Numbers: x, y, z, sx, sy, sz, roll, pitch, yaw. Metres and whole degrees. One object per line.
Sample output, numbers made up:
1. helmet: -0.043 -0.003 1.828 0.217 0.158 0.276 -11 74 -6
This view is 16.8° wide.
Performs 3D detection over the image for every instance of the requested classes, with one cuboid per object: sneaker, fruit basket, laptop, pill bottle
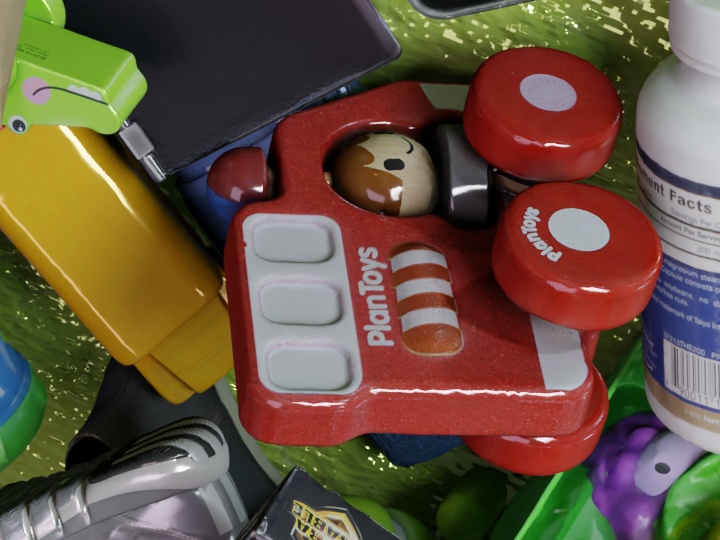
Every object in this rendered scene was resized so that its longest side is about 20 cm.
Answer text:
1. sneaker: -0.083 0.135 1.210 0.075 0.106 0.200 -20 112 29
2. fruit basket: 0.148 0.132 1.061 0.156 0.216 0.215 45 125 -10
3. laptop: -0.098 -0.148 1.040 0.116 0.200 0.188 -35 107 -3
4. sneaker: -0.126 0.151 1.119 0.200 0.075 0.116 -22 99 33
5. pill bottle: 0.170 -0.031 1.008 0.111 0.111 0.201 5 122 18

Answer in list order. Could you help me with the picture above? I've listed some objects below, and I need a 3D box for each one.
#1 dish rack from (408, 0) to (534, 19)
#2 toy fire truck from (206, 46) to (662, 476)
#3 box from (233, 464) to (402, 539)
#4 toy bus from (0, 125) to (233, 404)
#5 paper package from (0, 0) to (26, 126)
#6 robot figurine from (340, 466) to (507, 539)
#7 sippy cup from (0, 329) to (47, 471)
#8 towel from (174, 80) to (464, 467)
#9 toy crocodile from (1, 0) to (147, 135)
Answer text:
1. dish rack: 0.073 -0.208 0.929 0.153 0.055 0.201 -14 120 -14
2. toy fire truck: 0.023 -0.009 1.005 0.167 0.200 0.112 3 134 -12
3. box: 0.003 0.201 1.026 0.198 0.050 0.200 35 133 -3
4. toy bus: -0.124 -0.025 1.115 0.065 0.078 0.200 -39 107 1
5. paper package: -0.213 -0.133 0.878 0.190 0.200 0.104 4 121 -5
6. robot figurine: 0.021 0.181 1.174 0.200 0.116 0.176 27 106 -25
7. sippy cup: -0.237 0.034 1.183 0.177 0.140 0.131 -4 121 24
8. towel: 0.000 0.000 1.131 0.111 0.049 0.200 -28 108 33
9. toy crocodile: -0.186 -0.094 0.990 0.199 0.068 0.062 16 123 2
